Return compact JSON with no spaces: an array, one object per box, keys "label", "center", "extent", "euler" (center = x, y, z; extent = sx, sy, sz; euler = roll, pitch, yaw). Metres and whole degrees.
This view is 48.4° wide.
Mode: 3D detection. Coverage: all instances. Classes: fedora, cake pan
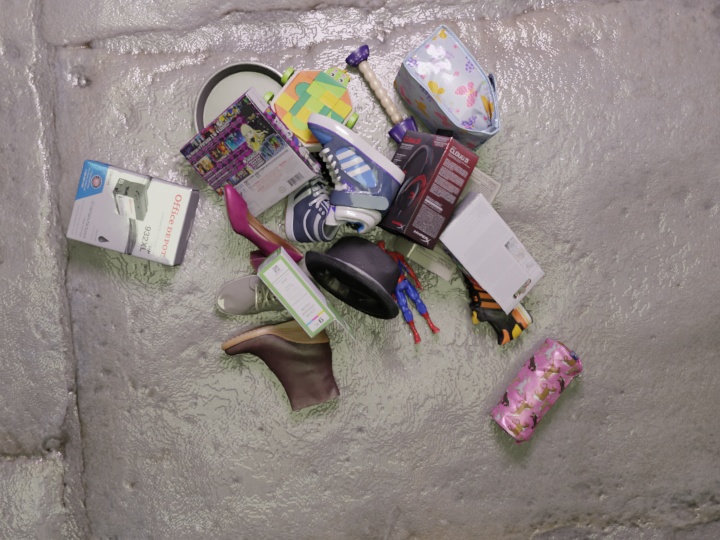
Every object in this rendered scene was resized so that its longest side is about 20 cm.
[{"label":"fedora","center":[0.000,0.000,1.436],"extent":[0.200,0.201,0.092],"euler":[35,71,-4]},{"label":"cake pan","center":[-0.206,-0.280,1.468],"extent":[0.198,0.037,0.203],"euler":[0,94,-2]}]

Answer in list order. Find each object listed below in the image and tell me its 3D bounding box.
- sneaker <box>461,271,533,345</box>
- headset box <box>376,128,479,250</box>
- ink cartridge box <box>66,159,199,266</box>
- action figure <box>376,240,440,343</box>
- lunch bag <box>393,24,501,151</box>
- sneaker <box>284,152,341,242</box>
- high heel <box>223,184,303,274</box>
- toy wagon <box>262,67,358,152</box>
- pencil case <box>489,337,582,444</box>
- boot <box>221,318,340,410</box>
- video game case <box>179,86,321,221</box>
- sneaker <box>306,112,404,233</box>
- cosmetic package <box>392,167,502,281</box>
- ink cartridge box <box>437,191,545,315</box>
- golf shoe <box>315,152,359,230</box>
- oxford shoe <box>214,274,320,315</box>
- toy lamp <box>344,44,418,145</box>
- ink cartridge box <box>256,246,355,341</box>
[{"label":"sneaker","center":[0.229,0.051,1.489],"extent":[0.090,0.070,0.200],"euler":[-43,96,-2]},{"label":"headset box","center":[0.107,-0.153,1.394],"extent":[0.075,0.148,0.202],"euler":[27,90,-32]},{"label":"ink cartridge box","center":[-0.408,-0.103,1.449],"extent":[0.198,0.084,0.147],"euler":[15,93,-3]},{"label":"action figure","center":[0.081,0.035,1.496],"extent":[0.065,0.052,0.201],"euler":[-28,92,3]},{"label":"lunch bag","center":[0.165,-0.309,1.415],"extent":[0.127,0.170,0.201],"euler":[-39,91,-2]},{"label":"sneaker","center":[-0.080,-0.147,1.441],"extent":[0.108,0.070,0.203],"euler":[9,102,38]},{"label":"high heel","center":[-0.175,-0.082,1.438],"extent":[0.095,0.068,0.201],"euler":[-16,133,6]},{"label":"toy wagon","center":[-0.077,-0.301,1.426],"extent":[0.154,0.040,0.201],"euler":[34,63,-2]},{"label":"pencil case","center":[0.330,0.226,1.500],"extent":[0.083,0.086,0.201],"euler":[37,92,-35]},{"label":"boot","center":[-0.146,0.181,1.482],"extent":[0.198,0.072,0.168],"euler":[-14,92,-5]},{"label":"video game case","center":[-0.195,-0.196,1.403],"extent":[0.199,0.036,0.181],"euler":[-30,111,37]},{"label":"sneaker","center":[-0.036,-0.153,1.347],"extent":[0.199,0.081,0.147],"euler":[34,87,-11]},{"label":"cosmetic package","center":[0.156,-0.097,1.460],"extent":[0.103,0.087,0.201],"euler":[30,91,-21]},{"label":"ink cartridge box","center":[0.227,-0.030,1.420],"extent":[0.109,0.050,0.200],"euler":[-45,109,-5]},{"label":"golf shoe","center":[-0.017,-0.179,1.473],"extent":[0.094,0.078,0.202],"euler":[-25,96,-18]},{"label":"oxford shoe","center":[-0.173,0.045,1.481],"extent":[0.197,0.058,0.076],"euler":[-4,95,-1]},{"label":"toy lamp","center":[0.045,-0.313,1.468],"extent":[0.058,0.058,0.201],"euler":[-31,92,0]},{"label":"ink cartridge box","center":[-0.096,0.056,1.407],"extent":[0.059,0.104,0.200],"euler":[-40,100,1]}]
